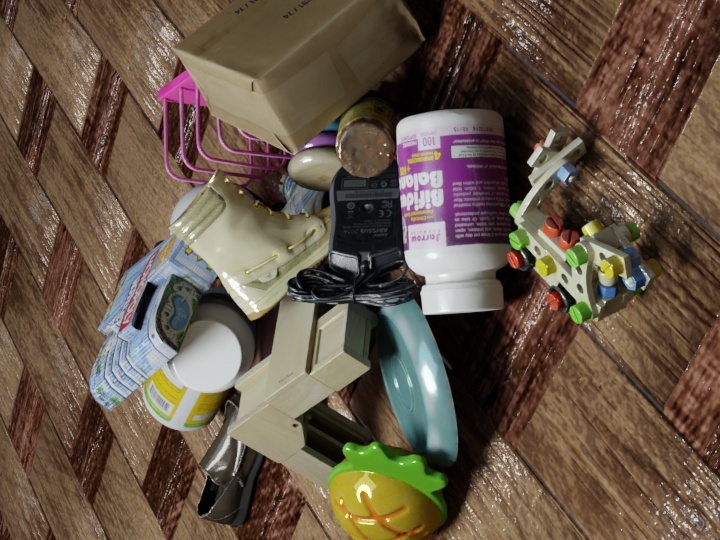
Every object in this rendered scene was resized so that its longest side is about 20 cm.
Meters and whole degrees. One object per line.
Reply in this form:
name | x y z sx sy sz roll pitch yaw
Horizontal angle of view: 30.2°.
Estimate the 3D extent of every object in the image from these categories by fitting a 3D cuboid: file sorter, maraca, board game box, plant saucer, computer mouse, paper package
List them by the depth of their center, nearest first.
plant saucer | 0.055 0.117 1.430 0.200 0.027 0.201 164 90 -77
computer mouse | 0.003 -0.037 1.439 0.053 0.138 0.200 74 -159 -54
maraca | 0.031 0.238 1.443 0.200 0.137 0.107 99 -173 -57
paper package | -0.069 -0.244 1.461 0.191 0.200 0.104 28 155 48
board game box | -0.232 0.034 1.549 0.200 0.062 0.200 -41 22 38
file sorter | -0.146 -0.189 1.664 0.200 0.139 0.126 -20 70 54

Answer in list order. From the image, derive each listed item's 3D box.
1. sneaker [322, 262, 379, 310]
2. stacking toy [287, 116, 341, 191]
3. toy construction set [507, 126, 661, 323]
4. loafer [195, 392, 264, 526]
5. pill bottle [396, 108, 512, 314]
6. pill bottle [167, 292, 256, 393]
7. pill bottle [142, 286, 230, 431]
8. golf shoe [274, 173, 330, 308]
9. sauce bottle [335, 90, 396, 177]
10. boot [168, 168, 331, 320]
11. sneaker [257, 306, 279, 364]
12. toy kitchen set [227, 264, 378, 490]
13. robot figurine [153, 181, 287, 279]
sneaker | 0.000 0.000 1.552 0.082 0.073 0.200 42 124 -2
stacking toy | -0.043 -0.198 1.567 0.085 0.085 0.200 -33 51 51
toy construction set | 0.195 -0.033 1.233 0.131 0.092 0.200 90 163 -49
loafer | -0.179 0.261 1.807 0.073 0.071 0.200 31 117 50
pill bottle | 0.097 -0.057 1.355 0.112 0.112 0.201 -9 84 55
pill bottle | -0.182 0.089 1.622 0.200 0.108 0.109 -122 33 -84
pill bottle | -0.216 0.118 1.817 0.200 0.111 0.111 -59 47 38
golf shoe | -0.067 -0.042 1.596 0.097 0.078 0.200 23 93 40
sauce bottle | 0.008 -0.156 1.447 0.200 0.066 0.066 -87 10 -68
boot | -0.101 -0.064 1.508 0.155 0.200 0.073 47 167 -6
sneaker | -0.078 0.116 1.648 0.105 0.075 0.201 -35 59 56
toy kitchen set | -0.016 0.117 1.519 0.200 0.180 0.163 -37 32 35
robot figurine | -0.170 -0.047 1.687 0.150 0.125 0.200 -57 -4 0
